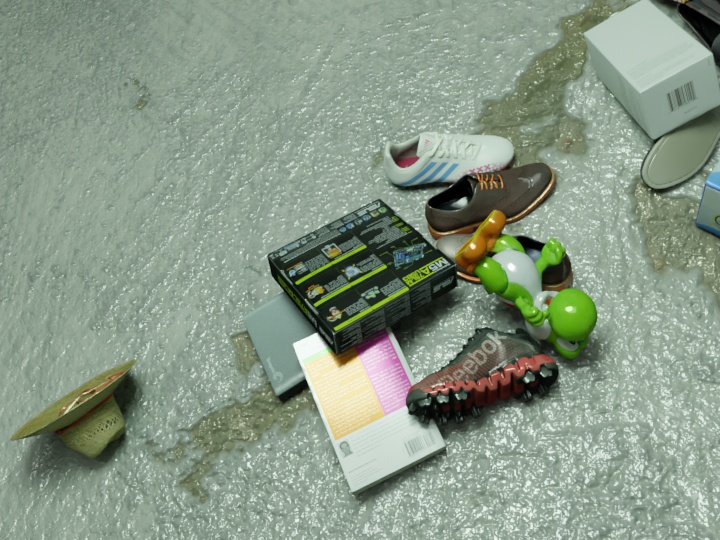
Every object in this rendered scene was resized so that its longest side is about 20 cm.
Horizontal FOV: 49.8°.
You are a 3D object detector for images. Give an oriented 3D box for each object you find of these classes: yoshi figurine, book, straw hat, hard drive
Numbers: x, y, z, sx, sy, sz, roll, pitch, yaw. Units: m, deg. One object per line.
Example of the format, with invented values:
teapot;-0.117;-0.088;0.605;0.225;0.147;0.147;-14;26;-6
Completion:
yoshi figurine;0.217;0.019;0.951;0.200;0.112;0.113;45;102;0
book;0.010;0.162;0.998;0.131;0.048;0.203;-24;68;-3
straw hat;-0.377;0.213;1.083;0.198;0.201;0.086;-31;100;-1
hard drive;-0.057;0.074;1.097;0.197;0.033;0.141;-31;57;-1

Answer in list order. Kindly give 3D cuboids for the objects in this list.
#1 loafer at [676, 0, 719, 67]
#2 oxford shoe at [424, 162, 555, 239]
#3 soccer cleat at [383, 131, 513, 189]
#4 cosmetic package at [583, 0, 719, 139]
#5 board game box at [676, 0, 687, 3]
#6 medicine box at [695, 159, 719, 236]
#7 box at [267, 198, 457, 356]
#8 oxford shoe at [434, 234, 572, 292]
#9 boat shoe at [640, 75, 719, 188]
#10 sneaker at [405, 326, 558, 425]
loafer;0.519;-0.328;1.115;0.061;0.073;0.203;-6;50;-7
oxford shoe;0.184;-0.108;1.099;0.196;0.073;0.072;-25;56;2
soccer cleat;0.127;-0.170;1.144;0.194;0.087;0.071;-9;59;12
cosmetic package;0.404;-0.287;1.085;0.106;0.085;0.202;-26;37;12
board game box;0.526;-0.498;1.199;0.197;0.047;0.152;-33;35;-3
medicine box;0.555;-0.114;0.970;0.180;0.104;0.201;32;74;29
box;0.000;0.000;1.052;0.197;0.048;0.193;-28;47;-20
oxford shoe;0.189;-0.027;1.051;0.195;0.073;0.073;9;64;22
boat shoe;0.455;-0.191;1.084;0.200;0.073;0.063;-47;16;-5
sneaker;0.143;0.126;0.973;0.195;0.072;0.099;-16;52;-7
